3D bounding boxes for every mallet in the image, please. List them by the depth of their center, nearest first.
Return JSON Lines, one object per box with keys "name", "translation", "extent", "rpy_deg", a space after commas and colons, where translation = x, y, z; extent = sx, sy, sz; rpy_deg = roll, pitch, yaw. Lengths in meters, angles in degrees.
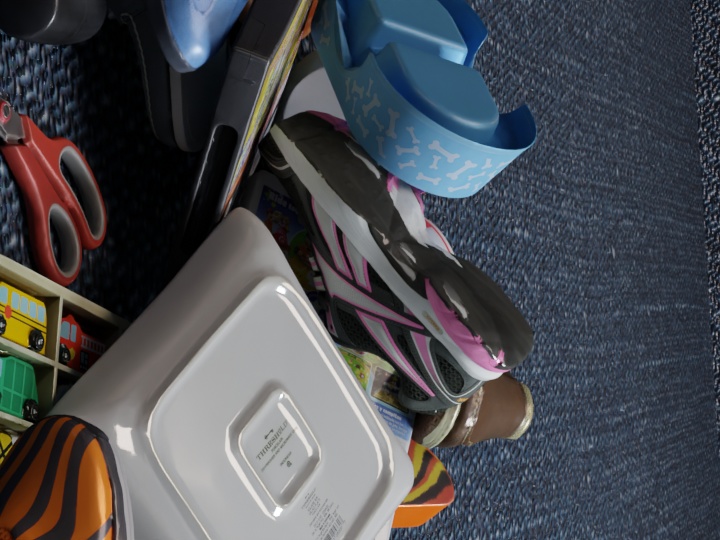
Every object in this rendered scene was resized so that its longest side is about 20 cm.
{"name": "mallet", "translation": [-0.173, -0.209, 0.928], "extent": [0.066, 0.041, 0.200], "rpy_deg": [-42, 121, -70]}

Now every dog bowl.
{"name": "dog bowl", "translation": [0.031, -0.118, 1.116], "extent": [0.111, 0.050, 0.200], "rpy_deg": [15, 35, -30]}

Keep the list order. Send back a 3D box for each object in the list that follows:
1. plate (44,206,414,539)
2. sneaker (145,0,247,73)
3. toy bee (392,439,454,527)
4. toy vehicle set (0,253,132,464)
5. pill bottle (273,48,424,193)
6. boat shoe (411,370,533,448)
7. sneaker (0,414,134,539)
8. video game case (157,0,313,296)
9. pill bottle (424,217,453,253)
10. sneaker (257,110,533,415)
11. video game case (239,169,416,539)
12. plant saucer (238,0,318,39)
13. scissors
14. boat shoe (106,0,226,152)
{"name": "plate", "translation": [-0.052, 0.095, 0.978], "extent": [0.200, 0.032, 0.200], "rpy_deg": [59, 42, -20]}
{"name": "sneaker", "translation": [-0.061, -0.193, 0.988], "extent": [0.066, 0.078, 0.200], "rpy_deg": [61, 33, -52]}
{"name": "toy bee", "translation": [-0.035, 0.117, 1.141], "extent": [0.200, 0.131, 0.109], "rpy_deg": [8, 54, -59]}
{"name": "toy vehicle set", "translation": [-0.150, 0.077, 0.937], "extent": [0.200, 0.026, 0.124], "rpy_deg": [38, 51, -64]}
{"name": "pill bottle", "translation": [0.007, -0.099, 1.256], "extent": [0.200, 0.112, 0.113], "rpy_deg": [-28, 112, -79]}
{"name": "boat shoe", "translation": [0.074, 0.075, 1.172], "extent": [0.202, 0.075, 0.075], "rpy_deg": [-76, -178, -86]}
{"name": "sneaker", "translation": [-0.162, 0.148, 0.773], "extent": [0.112, 0.078, 0.200], "rpy_deg": [41, 61, -61]}
{"name": "video game case", "translation": [-0.064, -0.098, 1.075], "extent": [0.200, 0.025, 0.181], "rpy_deg": [-72, -177, -54]}
{"name": "pill bottle", "translation": [-0.010, 0.016, 1.225], "extent": [0.200, 0.109, 0.109], "rpy_deg": [-14, 99, -71]}
{"name": "sneaker", "translation": [0.000, 0.000, 1.057], "extent": [0.200, 0.086, 0.080], "rpy_deg": [52, 30, 17]}
{"name": "video game case", "translation": [-0.027, 0.059, 1.076], "extent": [0.143, 0.018, 0.200], "rpy_deg": [28, 61, -26]}
{"name": "plant saucer", "translation": [-0.069, -0.249, 1.232], "extent": [0.200, 0.032, 0.200], "rpy_deg": [-5, 90, -70]}
{"name": "scissors", "translation": [-0.174, -0.075, 0.929], "extent": [0.073, 0.014, 0.200], "rpy_deg": [-71, 149, -43]}
{"name": "boat shoe", "translation": [-0.117, -0.163, 1.033], "extent": [0.073, 0.062, 0.200], "rpy_deg": [-4, 89, -74]}
